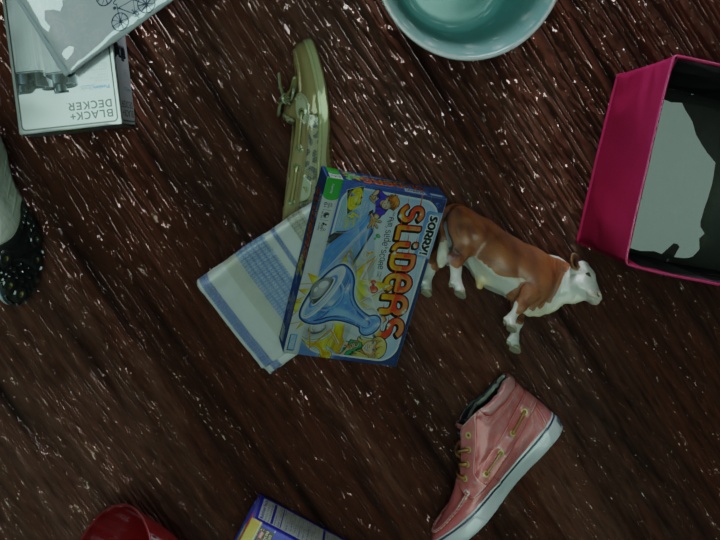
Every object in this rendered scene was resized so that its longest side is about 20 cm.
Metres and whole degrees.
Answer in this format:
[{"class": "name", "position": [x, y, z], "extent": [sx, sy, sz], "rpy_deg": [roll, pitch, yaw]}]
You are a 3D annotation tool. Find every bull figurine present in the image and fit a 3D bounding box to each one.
[{"class": "bull figurine", "position": [0.161, 0.008, 1.058], "extent": [0.197, 0.065, 0.123], "rpy_deg": [30, 63, 4]}]

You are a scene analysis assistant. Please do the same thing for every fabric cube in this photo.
[{"class": "fabric cube", "position": [0.353, -0.091, 0.991], "extent": [0.196, 0.199, 0.201], "rpy_deg": [12, 95, -1]}]

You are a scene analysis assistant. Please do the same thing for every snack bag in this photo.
[{"class": "snack bag", "position": [-0.279, -0.333, 0.989], "extent": [0.187, 0.021, 0.202], "rpy_deg": [-33, 95, 3]}]

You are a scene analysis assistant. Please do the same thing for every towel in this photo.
[{"class": "towel", "position": [-0.062, 0.010, 1.057], "extent": [0.198, 0.024, 0.148], "rpy_deg": [-34, 120, 5]}]

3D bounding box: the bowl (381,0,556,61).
[{"class": "bowl", "position": [0.102, -0.317, 1.007], "extent": [0.196, 0.105, 0.206], "rpy_deg": [-1, 98, -7]}]

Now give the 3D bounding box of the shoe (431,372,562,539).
[{"class": "shoe", "position": [0.128, 0.212, 1.088], "extent": [0.091, 0.071, 0.200], "rpy_deg": [42, 89, -3]}]

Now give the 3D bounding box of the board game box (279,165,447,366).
[{"class": "board game box", "position": [0.000, 0.000, 1.034], "extent": [0.132, 0.035, 0.204], "rpy_deg": [8, 114, -18]}]

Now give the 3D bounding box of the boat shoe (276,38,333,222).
[{"class": "boat shoe", "position": [-0.062, -0.143, 1.045], "extent": [0.061, 0.073, 0.205], "rpy_deg": [-4, 97, -3]}]

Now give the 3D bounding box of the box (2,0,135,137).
[{"class": "box", "position": [-0.311, -0.249, 1.038], "extent": [0.114, 0.060, 0.205], "rpy_deg": [-5, 96, 0]}]

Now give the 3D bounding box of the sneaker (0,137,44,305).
[{"class": "sneaker", "position": [-0.401, -0.060, 1.061], "extent": [0.071, 0.072, 0.204], "rpy_deg": [-5, 105, 34]}]

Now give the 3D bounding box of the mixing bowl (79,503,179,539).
[{"class": "mixing bowl", "position": [-0.235, 0.363, 1.056], "extent": [0.107, 0.199, 0.203], "rpy_deg": [23, 97, -37]}]

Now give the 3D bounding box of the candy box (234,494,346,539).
[{"class": "candy box", "position": [-0.070, 0.380, 1.097], "extent": [0.197, 0.077, 0.172], "rpy_deg": [28, 96, -2]}]
